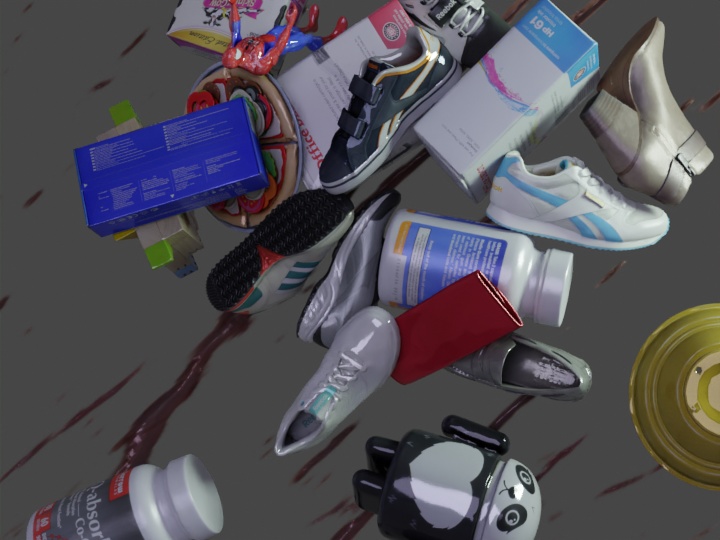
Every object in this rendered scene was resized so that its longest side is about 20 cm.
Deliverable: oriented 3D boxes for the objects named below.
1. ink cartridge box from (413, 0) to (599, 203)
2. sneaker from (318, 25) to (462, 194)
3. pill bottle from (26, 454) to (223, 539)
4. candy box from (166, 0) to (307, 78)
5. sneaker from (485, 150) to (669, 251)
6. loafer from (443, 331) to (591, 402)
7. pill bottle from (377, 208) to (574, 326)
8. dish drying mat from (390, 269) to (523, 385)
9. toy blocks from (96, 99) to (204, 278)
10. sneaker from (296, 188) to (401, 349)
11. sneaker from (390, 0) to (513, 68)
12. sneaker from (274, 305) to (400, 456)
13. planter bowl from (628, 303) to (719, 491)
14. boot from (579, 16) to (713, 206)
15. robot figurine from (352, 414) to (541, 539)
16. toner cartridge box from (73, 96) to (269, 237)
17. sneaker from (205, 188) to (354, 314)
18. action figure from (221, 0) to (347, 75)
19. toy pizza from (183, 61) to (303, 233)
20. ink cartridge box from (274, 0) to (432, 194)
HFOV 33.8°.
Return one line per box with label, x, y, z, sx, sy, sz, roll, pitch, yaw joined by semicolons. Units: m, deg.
ink cartridge box;0.162;-0.180;1.298;0.200;0.145;0.085;-46;75;2
sneaker;0.014;-0.176;1.270;0.200;0.079;0.078;-47;34;-3
pill bottle;-0.264;0.288;1.339;0.199;0.116;0.116;-24;78;8
candy box;-0.132;-0.347;1.430;0.136;0.061;0.201;20;87;16
sneaker;0.240;-0.075;1.276;0.199;0.077;0.081;9;111;-6
loafer;0.155;0.095;1.298;0.199;0.070;0.070;13;88;15
pill bottle;0.128;0.003;1.297;0.199;0.112;0.113;12;85;14
dish drying mat;0.085;0.065;1.274;0.077;0.018;0.200;50;136;-6
toy blocks;-0.235;-0.080;1.382;0.100;0.137;0.201;-27;72;3
sneaker;0.000;0.000;1.354;0.079;0.074;0.201;26;90;-2
sneaker;0.092;-0.300;1.347;0.200;0.089;0.074;38;88;23
sneaker;-0.028;0.130;1.295;0.075;0.088;0.200;37;111;9
planter bowl;0.382;0.130;1.238;0.199;0.083;0.202;-2;82;13
boot;0.327;-0.168;1.299;0.146;0.070;0.200;40;63;-5
robot figurine;0.093;0.241;1.263;0.199;0.125;0.151;16;98;14
toner cartridge box;-0.206;-0.112;1.290;0.199;0.043;0.096;-16;72;6
sneaker;-0.080;-0.018;1.353;0.199;0.093;0.071;-39;65;13
action figure;-0.089;-0.281;1.330;0.065;0.200;0.099;25;127;23
toy pizza;-0.145;-0.141;1.366;0.199;0.032;0.202;12;108;39
ink cartridge box;0.000;-0.190;1.368;0.199;0.085;0.146;-32;76;5
